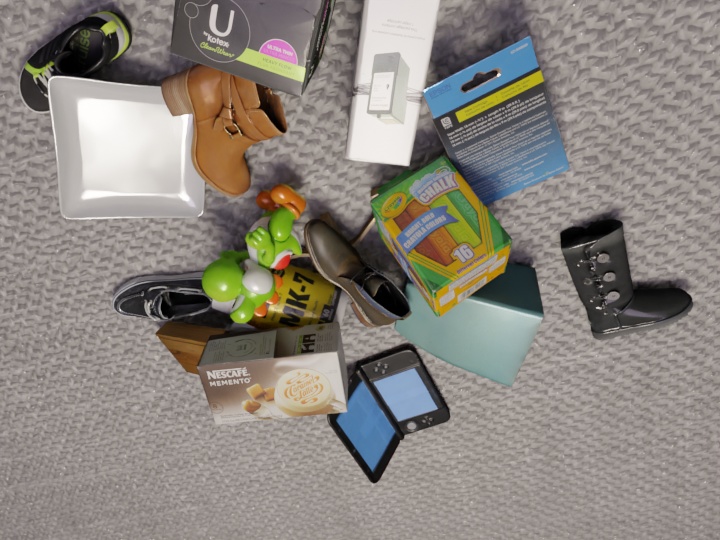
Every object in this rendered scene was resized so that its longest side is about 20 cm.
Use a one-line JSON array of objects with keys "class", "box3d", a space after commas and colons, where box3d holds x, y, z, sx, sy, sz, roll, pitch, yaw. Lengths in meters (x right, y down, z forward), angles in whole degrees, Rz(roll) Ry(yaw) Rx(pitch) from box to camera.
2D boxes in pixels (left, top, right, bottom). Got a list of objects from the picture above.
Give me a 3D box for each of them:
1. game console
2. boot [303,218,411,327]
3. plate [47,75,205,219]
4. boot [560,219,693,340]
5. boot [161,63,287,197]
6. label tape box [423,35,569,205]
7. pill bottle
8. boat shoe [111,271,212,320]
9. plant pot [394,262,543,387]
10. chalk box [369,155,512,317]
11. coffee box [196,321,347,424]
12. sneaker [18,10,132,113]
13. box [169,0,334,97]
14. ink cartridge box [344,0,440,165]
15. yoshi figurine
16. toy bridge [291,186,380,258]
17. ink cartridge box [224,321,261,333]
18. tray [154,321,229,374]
[{"class": "game console", "box3d": [0.059, 0.266, 1.000, 0.171, 0.119, 0.201, -22, 118, 16]}, {"class": "boot", "box3d": [0.000, 0.000, 0.808, 0.201, 0.075, 0.097, 52, 152, -17]}, {"class": "plate", "box3d": [-0.320, -0.168, 0.770, 0.198, 0.032, 0.201, -4, 125, -26]}, {"class": "boot", "box3d": [0.419, 0.004, 0.860, 0.164, 0.066, 0.201, -23, 113, 14]}, {"class": "boot", "box3d": [-0.158, -0.178, 0.724, 0.153, 0.074, 0.201, 2, 141, 27]}, {"class": "label tape box", "box3d": [0.178, -0.197, 0.728, 0.143, 0.064, 0.201, -22, 127, 15]}, {"class": "pill bottle", "box3d": [-0.127, 0.046, 0.877, 0.198, 0.115, 0.115, 18, 121, -8]}, {"class": "boat shoe", "box3d": [-0.332, 0.053, 0.918, 0.198, 0.068, 0.072, -7, 121, 7]}, {"class": "plant pot", "box3d": [0.161, 0.062, 0.862, 0.198, 0.142, 0.142, 15, 121, 3]}, {"class": "chalk box", "box3d": [0.097, -0.062, 0.756, 0.124, 0.201, 0.124, -33, 159, -3]}, {"class": "coffee box", "box3d": [-0.123, 0.151, 0.803, 0.198, 0.080, 0.115, -5, 118, 2]}, {"class": "sneaker", "box3d": [-0.389, -0.273, 0.714, 0.199, 0.083, 0.072, -30, 115, 19]}, {"class": "box", "box3d": [-0.107, -0.300, 0.614, 0.147, 0.201, 0.125, 15, 121, -7]}, {"class": "ink cartridge box", "box3d": [0.034, -0.250, 0.670, 0.083, 0.146, 0.202, 7, 122, -3]}, {"class": "yoshi figurine", "box3d": [-0.161, -0.029, 0.783, 0.111, 0.202, 0.112, 14, 164, 19]}, {"class": "toy bridge", "box3d": [-0.042, -0.058, 0.860, 0.199, 0.027, 0.067, -25, 118, 16]}, {"class": "ink cartridge box", "box3d": [-0.154, 0.131, 0.921, 0.159, 0.048, 0.200, 27, 147, -12]}, {"class": "tray", "box3d": [-0.264, 0.140, 0.925, 0.199, 0.037, 0.099, 1, 129, 45]}]
